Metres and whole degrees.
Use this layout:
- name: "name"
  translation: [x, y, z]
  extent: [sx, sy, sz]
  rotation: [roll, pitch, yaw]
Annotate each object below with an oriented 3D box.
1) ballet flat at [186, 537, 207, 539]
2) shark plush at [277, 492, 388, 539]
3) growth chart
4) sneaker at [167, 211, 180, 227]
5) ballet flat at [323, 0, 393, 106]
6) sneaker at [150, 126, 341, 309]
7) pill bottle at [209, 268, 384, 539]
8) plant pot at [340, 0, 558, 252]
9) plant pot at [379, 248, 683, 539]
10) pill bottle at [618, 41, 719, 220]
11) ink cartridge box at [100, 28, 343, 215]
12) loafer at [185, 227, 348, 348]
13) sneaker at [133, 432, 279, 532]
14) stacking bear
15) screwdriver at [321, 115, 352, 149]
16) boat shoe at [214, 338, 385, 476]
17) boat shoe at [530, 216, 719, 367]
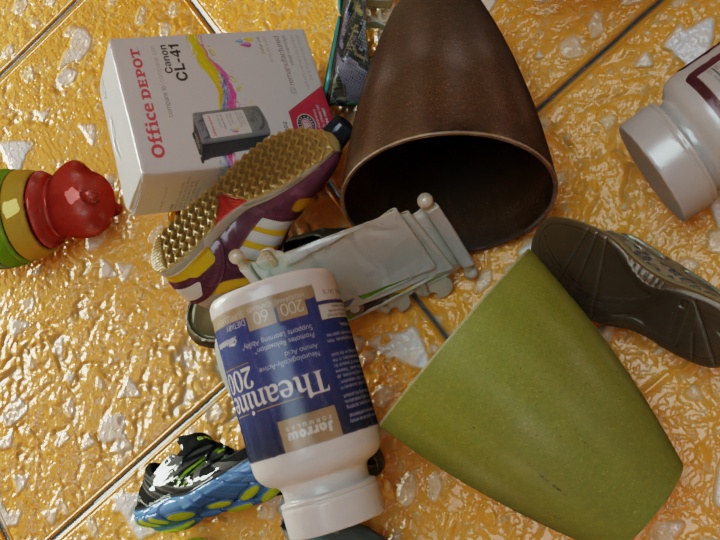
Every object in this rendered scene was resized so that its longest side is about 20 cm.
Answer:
- name: "ballet flat"
  translation: [-0.210, 0.330, 0.909]
  extent: [0.067, 0.067, 0.201]
  rotation: [41, 94, 23]
- name: "shark plush"
  translation: [-0.025, 0.230, 0.885]
  extent: [0.083, 0.091, 0.200]
  rotation: [-35, 45, -11]
- name: "growth chart"
  translation: [0.000, 0.000, 0.865]
  extent: [0.197, 0.145, 0.018]
  rotation: [-18, 51, 8]
- name: "sneaker"
  translation: [-0.155, -0.099, 0.988]
  extent: [0.077, 0.077, 0.203]
  rotation: [-4, 74, 22]
- name: "ballet flat"
  translation: [0.001, -0.259, 0.980]
  extent: [0.071, 0.072, 0.204]
  rotation: [-1, 77, 21]
- name: "sneaker"
  translation: [-0.089, -0.045, 0.872]
  extent: [0.199, 0.090, 0.075]
  rotation: [-34, 43, 10]
- name: "pill bottle"
  translation: [-0.047, 0.109, 0.795]
  extent: [0.110, 0.111, 0.203]
  rotation: [-19, 82, 16]
- name: "plant pot"
  translation: [0.074, -0.148, 0.871]
  extent: [0.184, 0.187, 0.203]
  rotation: [-11, 59, 18]
- name: "plant pot"
  translation: [0.148, 0.121, 0.775]
  extent: [0.200, 0.187, 0.188]
  rotation: [42, 94, 9]
- name: "pill bottle"
  translation: [0.320, -0.136, 0.791]
  extent: [0.199, 0.114, 0.115]
  rotation: [-35, 67, 10]
- name: "ink cartridge box"
  translation: [-0.134, -0.145, 0.930]
  extent: [0.197, 0.086, 0.150]
  rotation: [-9, 70, -26]
- name: "loafer"
  translation: [-0.093, 0.010, 0.941]
  extent: [0.198, 0.067, 0.077]
  rotation: [-30, 68, 12]
- name: "sneaker"
  translation: [-0.142, 0.184, 0.900]
  extent: [0.198, 0.070, 0.084]
  rotation: [-25, 56, 35]
- name: "stacking bear"
  translation: [-0.358, -0.064, 1.045]
  extent: [0.197, 0.122, 0.116]
  rotation: [-10, 72, 11]
- name: "screwdriver"
  translation: [-0.077, -0.067, 0.905]
  extent: [0.200, 0.028, 0.029]
  rotation: [-43, 85, 21]
- name: "boat shoe"
  translation: [-0.059, 0.125, 0.905]
  extent: [0.200, 0.063, 0.071]
  rotation: [47, 131, 19]
- name: "boat shoe"
  translation: [0.235, 0.016, 0.824]
  extent: [0.199, 0.062, 0.074]
  rotation: [35, 117, 27]
